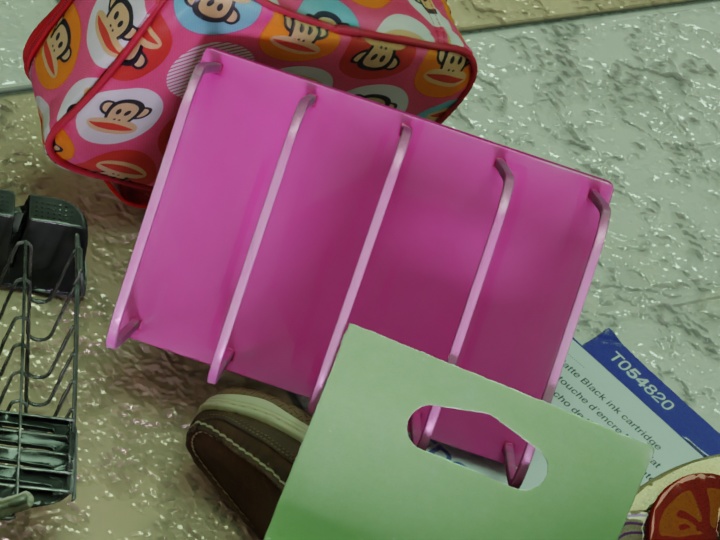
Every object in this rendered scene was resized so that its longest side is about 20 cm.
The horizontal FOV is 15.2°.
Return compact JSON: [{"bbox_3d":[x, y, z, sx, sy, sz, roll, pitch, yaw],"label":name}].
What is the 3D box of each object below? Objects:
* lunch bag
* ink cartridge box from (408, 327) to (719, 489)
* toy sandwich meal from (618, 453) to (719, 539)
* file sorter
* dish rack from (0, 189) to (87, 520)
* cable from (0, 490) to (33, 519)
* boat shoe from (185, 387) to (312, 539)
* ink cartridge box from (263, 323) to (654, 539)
[{"bbox_3d":[-0.060,-0.092,1.336,0.199,0.176,0.082,13,44,-39],"label":"lunch bag"},{"bbox_3d":[0.132,0.116,1.294,0.199,0.041,0.200,42,46,21],"label":"ink cartridge box"},{"bbox_3d":[0.184,0.166,1.165,0.204,0.070,0.206,1,68,-2],"label":"toy sandwich meal"},{"bbox_3d":[0.000,0.000,1.197,0.199,0.140,0.125,18,6,0],"label":"file sorter"},{"bbox_3d":[-0.197,0.036,1.234,0.152,0.055,0.201,8,46,-13],"label":"dish rack"},{"bbox_3d":[-0.232,0.141,1.131,0.199,0.050,0.098,-1,78,-3],"label":"cable"},{"bbox_3d":[-0.010,0.131,1.200,0.202,0.075,0.075,35,58,22],"label":"boat shoe"},{"bbox_3d":[0.021,0.142,1.119,0.145,0.201,0.048,22,6,1],"label":"ink cartridge box"}]
